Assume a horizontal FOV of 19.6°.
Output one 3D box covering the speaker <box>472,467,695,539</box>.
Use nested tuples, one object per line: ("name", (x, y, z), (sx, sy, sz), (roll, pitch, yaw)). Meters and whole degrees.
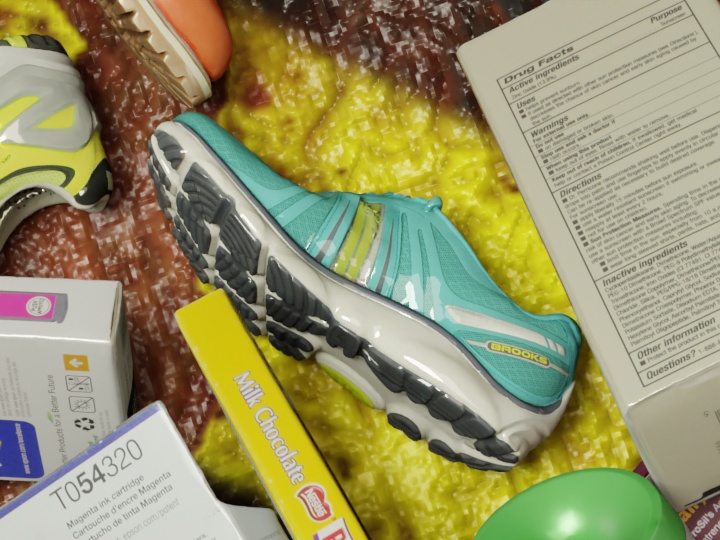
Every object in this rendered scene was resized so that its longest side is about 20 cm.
("speaker", (0.106, 0.172, 0.753), (0.088, 0.089, 0.201), (-26, 115, -3))

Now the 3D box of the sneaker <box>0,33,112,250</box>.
("sneaker", (-0.192, -0.017, 0.838), (0.199, 0.075, 0.077), (-32, 81, -2))

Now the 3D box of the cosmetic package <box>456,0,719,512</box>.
("cosmetic package", (0.118, -0.022, 0.777), (0.104, 0.071, 0.201), (-24, 46, 7))

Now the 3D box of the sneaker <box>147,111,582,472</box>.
("sneaker", (0.000, 0.000, 0.842), (0.199, 0.078, 0.080), (36, 64, 2))

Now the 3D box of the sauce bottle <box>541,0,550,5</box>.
("sauce bottle", (0.045, -0.190, 0.862), (0.066, 0.066, 0.201), (-31, 80, -3))

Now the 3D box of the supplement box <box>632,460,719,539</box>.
("supplement box", (0.201, 0.121, 0.799), (0.200, 0.086, 0.110), (43, 84, 7))

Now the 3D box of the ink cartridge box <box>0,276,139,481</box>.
("ink cartridge box", (-0.188, 0.042, 0.818), (0.198, 0.095, 0.037), (1, 49, 0))

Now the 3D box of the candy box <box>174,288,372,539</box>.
("candy box", (-0.006, 0.106, 0.762), (0.026, 0.103, 0.201), (-28, 56, -6))

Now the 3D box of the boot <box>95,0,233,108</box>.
("boot", (-0.083, -0.170, 0.861), (0.106, 0.075, 0.201), (-24, 80, -7))

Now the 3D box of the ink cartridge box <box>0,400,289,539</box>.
("ink cartridge box", (-0.089, 0.180, 0.788), (0.196, 0.043, 0.201), (-33, 81, 21))
